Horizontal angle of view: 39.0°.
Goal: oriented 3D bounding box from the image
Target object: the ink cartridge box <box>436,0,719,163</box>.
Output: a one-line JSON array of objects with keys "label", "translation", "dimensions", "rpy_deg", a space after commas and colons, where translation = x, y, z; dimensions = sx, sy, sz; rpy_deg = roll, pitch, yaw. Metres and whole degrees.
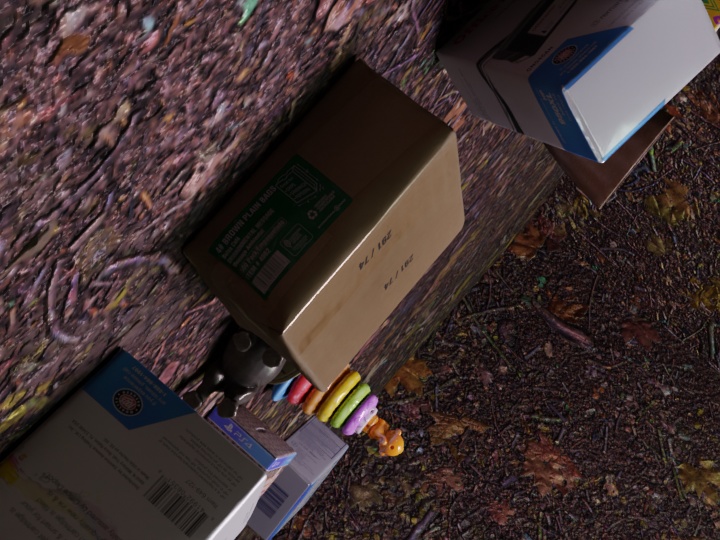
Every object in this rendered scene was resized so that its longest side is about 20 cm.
[{"label": "ink cartridge box", "translation": [0.180, -0.189, 0.878], "dimensions": [0.145, 0.084, 0.200], "rpy_deg": [-43, -148, -7]}]

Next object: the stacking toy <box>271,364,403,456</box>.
[{"label": "stacking toy", "translation": [-0.017, 0.188, 1.433], "dimensions": [0.116, 0.200, 0.110], "rpy_deg": [-52, 171, 6]}]

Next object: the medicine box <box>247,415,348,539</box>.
[{"label": "medicine box", "translation": [-0.142, 0.427, 2.100], "dimensions": [0.183, 0.103, 0.200], "rpy_deg": [-55, 170, 24]}]

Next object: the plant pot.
[{"label": "plant pot", "translation": [0.372, -0.235, 1.662], "dimensions": [0.187, 0.200, 0.187], "rpy_deg": [-49, 170, -11]}]

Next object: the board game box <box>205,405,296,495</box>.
[{"label": "board game box", "translation": [-0.188, 0.273, 1.254], "dimensions": [0.200, 0.097, 0.159], "rpy_deg": [-50, 171, -2]}]

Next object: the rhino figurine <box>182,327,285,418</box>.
[{"label": "rhino figurine", "translation": [-0.087, 0.065, 0.984], "dimensions": [0.200, 0.060, 0.087], "rpy_deg": [-46, 179, 21]}]

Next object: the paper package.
[{"label": "paper package", "translation": [-0.017, -0.028, 0.795], "dimensions": [0.200, 0.103, 0.191], "rpy_deg": [-49, 161, -11]}]

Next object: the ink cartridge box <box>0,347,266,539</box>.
[{"label": "ink cartridge box", "translation": [-0.194, 0.196, 0.744], "dimensions": [0.200, 0.147, 0.145], "rpy_deg": [-45, 170, -30]}]

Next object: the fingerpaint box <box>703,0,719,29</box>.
[{"label": "fingerpaint box", "translation": [0.493, -0.412, 1.662], "dimensions": [0.073, 0.167, 0.200], "rpy_deg": [-48, 170, -15]}]

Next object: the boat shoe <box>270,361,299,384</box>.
[{"label": "boat shoe", "translation": [-0.050, 0.041, 1.077], "dimensions": [0.200, 0.075, 0.068], "rpy_deg": [-55, 168, 32]}]
